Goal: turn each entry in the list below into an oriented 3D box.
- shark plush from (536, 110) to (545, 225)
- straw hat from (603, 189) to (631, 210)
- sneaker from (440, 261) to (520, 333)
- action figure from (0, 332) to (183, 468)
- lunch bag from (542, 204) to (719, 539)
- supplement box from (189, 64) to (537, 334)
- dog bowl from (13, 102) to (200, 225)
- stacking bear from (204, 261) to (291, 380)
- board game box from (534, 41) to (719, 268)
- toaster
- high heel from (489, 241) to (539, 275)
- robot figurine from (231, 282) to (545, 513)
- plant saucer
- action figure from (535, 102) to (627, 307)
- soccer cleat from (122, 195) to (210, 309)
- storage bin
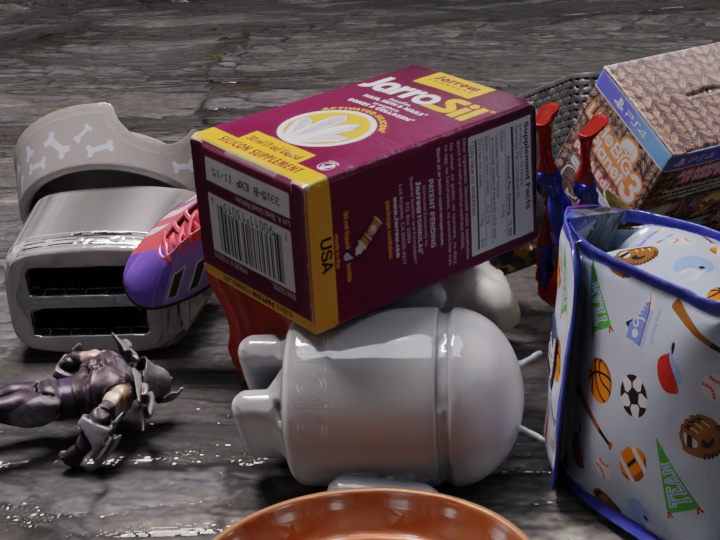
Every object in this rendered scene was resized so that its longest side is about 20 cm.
[{"bbox_3d":[0.106,-0.088,1.064,0.090,0.084,0.200,30,14,14],"label":"shark plush"},{"bbox_3d":[0.205,0.044,0.985,0.085,0.201,0.201,-41,12,16],"label":"straw hat"},{"bbox_3d":[0.041,0.027,1.120,0.198,0.077,0.080,10,35,43],"label":"sneaker"},{"bbox_3d":[-0.222,0.093,0.963,0.197,0.071,0.130,-6,12,-19],"label":"action figure"},{"bbox_3d":[0.180,0.063,0.830,0.122,0.173,0.200,-7,21,-27],"label":"lunch bag"},{"bbox_3d":[0.006,-0.054,0.913,0.198,0.105,0.130,-23,31,-35],"label":"supplement box"},{"bbox_3d":[-0.219,-0.067,1.249,0.197,0.201,0.059,-2,58,4],"label":"dog bowl"},{"bbox_3d":[0.000,0.000,1.033,0.199,0.123,0.113,-36,40,-30],"label":"stacking bear"},{"bbox_3d":[0.245,-0.076,1.137,0.158,0.201,0.097,-15,58,-31],"label":"board game box"},{"bbox_3d":[-0.216,-0.001,1.151,0.197,0.115,0.129,0,22,3],"label":"toaster"},{"bbox_3d":[0.055,-0.063,1.141,0.199,0.144,0.071,13,50,47],"label":"high heel"},{"bbox_3d":[0.019,0.082,0.882,0.197,0.113,0.172,-1,60,6],"label":"robot figurine"},{"bbox_3d":[0.003,0.178,0.737,0.197,0.033,0.201,-3,20,1],"label":"plant saucer"},{"bbox_3d":[0.166,-0.032,1.058,0.065,0.202,0.052,15,40,26],"label":"action figure"},{"bbox_3d":[-0.104,-0.040,1.028,0.199,0.069,0.073,-32,-12,9],"label":"soccer cleat"},{"bbox_3d":[0.228,-0.125,1.345,0.133,0.095,0.200,4,-5,-17],"label":"storage bin"}]
